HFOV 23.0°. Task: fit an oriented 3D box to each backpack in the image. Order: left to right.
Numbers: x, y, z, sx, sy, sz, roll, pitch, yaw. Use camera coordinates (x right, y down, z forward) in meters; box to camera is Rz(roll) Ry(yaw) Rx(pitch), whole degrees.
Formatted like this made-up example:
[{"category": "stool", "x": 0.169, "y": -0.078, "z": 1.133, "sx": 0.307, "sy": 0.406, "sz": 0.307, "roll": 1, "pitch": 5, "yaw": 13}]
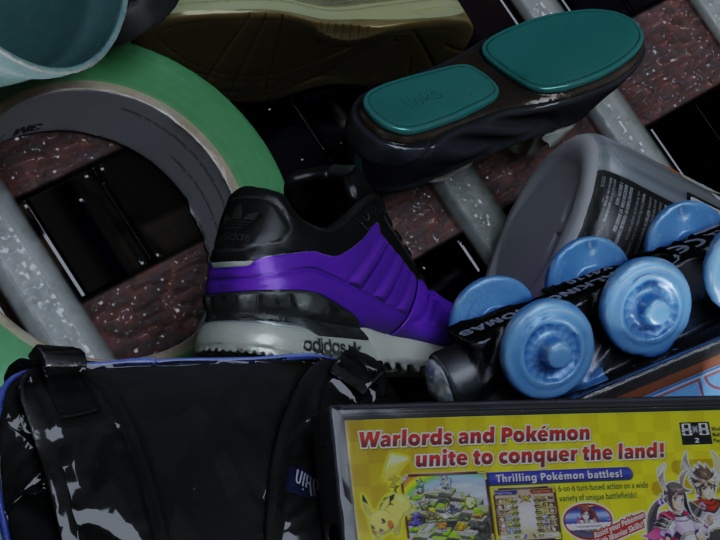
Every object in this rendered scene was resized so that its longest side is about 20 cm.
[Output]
[{"category": "backpack", "x": -0.076, "y": 0.148, "z": 0.746, "sx": 0.183, "sy": 0.147, "sz": 0.200, "roll": 1, "pitch": 64, "yaw": -23}]

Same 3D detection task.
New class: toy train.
[{"category": "toy train", "x": 0.128, "y": 0.043, "z": 0.831, "sx": 0.200, "sy": 0.087, "sz": 0.114, "roll": -21, "pitch": 107, "yaw": -15}]

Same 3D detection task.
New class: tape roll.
[{"category": "tape roll", "x": -0.130, "y": -0.015, "z": 0.853, "sx": 0.200, "sy": 0.048, "sz": 0.201, "roll": 11, "pitch": 63, "yaw": -22}]

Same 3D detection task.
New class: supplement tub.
[{"category": "supplement tub", "x": 0.177, "y": 0.019, "z": 0.944, "sx": 0.200, "sy": 0.123, "sz": 0.123, "roll": 25, "pitch": 59, "yaw": -15}]

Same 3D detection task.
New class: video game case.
[{"category": "video game case", "x": 0.083, "y": 0.143, "z": 0.729, "sx": 0.200, "sy": 0.026, "sz": 0.181, "roll": 1, "pitch": 73, "yaw": -25}]

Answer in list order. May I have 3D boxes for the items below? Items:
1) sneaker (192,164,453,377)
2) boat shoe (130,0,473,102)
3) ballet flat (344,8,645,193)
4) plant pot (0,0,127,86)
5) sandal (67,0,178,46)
[{"category": "sneaker", "x": 0.000, "y": 0.000, "z": 0.847, "sx": 0.200, "sy": 0.070, "sz": 0.100, "roll": 10, "pitch": 79, "yaw": -56}, {"category": "boat shoe", "x": -0.034, "y": -0.138, "z": 0.945, "sx": 0.201, "sy": 0.073, "sz": 0.063, "roll": -8, "pitch": 60, "yaw": -29}, {"category": "ballet flat", "x": 0.072, "y": -0.090, "z": 0.976, "sx": 0.200, "sy": 0.073, "sz": 0.073, "roll": -23, "pitch": 80, "yaw": -31}, {"category": "plant pot", "x": -0.214, "y": -0.164, "z": 0.788, "sx": 0.200, "sy": 0.134, "sz": 0.200, "roll": 47, "pitch": 35, "yaw": -48}, {"category": "sandal", "x": -0.114, "y": -0.178, "z": 0.918, "sx": 0.201, "sy": 0.075, "sz": 0.048, "roll": -88, "pitch": 154, "yaw": -42}]
